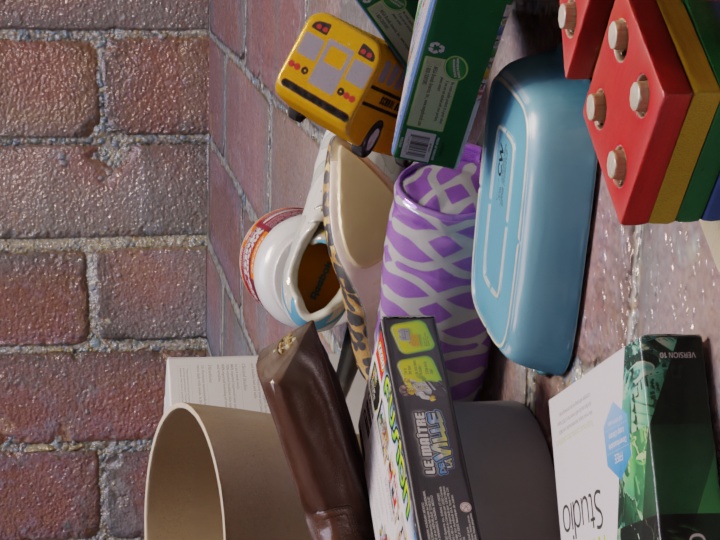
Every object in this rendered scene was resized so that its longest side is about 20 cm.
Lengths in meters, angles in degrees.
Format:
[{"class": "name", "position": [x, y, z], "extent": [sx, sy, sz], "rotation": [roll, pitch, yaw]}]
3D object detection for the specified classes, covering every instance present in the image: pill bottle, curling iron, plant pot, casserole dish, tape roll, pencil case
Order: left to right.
[{"class": "pill bottle", "position": [-0.052, -0.001, 1.545], "extent": [0.200, 0.109, 0.111], "rotation": [-154, 64, -79]}, {"class": "plant pot", "position": [-0.037, 0.190, 1.189], "extent": [0.187, 0.199, 0.189], "rotation": [-179, 90, -66]}, {"class": "curling iron", "position": [-0.005, 0.046, 1.371], "extent": [0.049, 0.026, 0.201], "rotation": [-34, 27, 26]}, {"class": "pencil case", "position": [0.053, 0.023, 1.079], "extent": [0.086, 0.083, 0.201], "rotation": [-50, -26, -52]}, {"class": "tape roll", "position": [0.070, 0.183, 1.018], "extent": [0.200, 0.066, 0.202], "rotation": [180, 90, -79]}, {"class": "casserole dish", "position": [0.097, -0.034, 0.937], "extent": [0.121, 0.038, 0.201], "rotation": [-115, 27, -64]}]

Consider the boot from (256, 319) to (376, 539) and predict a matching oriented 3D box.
[{"class": "boot", "position": [-0.025, 0.140, 0.986], "extent": [0.186, 0.064, 0.201], "rotation": [-82, -21, -76]}]

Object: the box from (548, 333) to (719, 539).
[{"class": "box", "position": [0.131, 0.144, 0.764], "extent": [0.144, 0.036, 0.202], "rotation": [121, 146, -71]}]

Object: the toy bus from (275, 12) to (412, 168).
[{"class": "toy bus", "position": [0.005, -0.127, 1.170], "extent": [0.079, 0.065, 0.200], "rotation": [-62, -16, 8]}]

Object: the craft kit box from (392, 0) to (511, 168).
[{"class": "craft kit box", "position": [0.066, -0.197, 0.931], "extent": [0.201, 0.048, 0.199], "rotation": [106, 173, -55]}]

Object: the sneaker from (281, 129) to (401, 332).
[{"class": "sneaker", "position": [-0.012, -0.046, 1.330], "extent": [0.081, 0.076, 0.202], "rotation": [143, 141, -87]}]

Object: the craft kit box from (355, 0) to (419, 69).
[{"class": "craft kit box", "position": [0.004, -0.254, 1.108], "extent": [0.200, 0.048, 0.198], "rotation": [49, -158, -44]}]

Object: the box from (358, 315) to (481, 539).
[{"class": "box", "position": [0.034, 0.137, 0.937], "extent": [0.110, 0.034, 0.201], "rotation": [101, 164, -47]}]

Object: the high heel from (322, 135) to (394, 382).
[{"class": "high heel", "position": [0.000, 0.000, 1.274], "extent": [0.201, 0.071, 0.142], "rotation": [69, 162, 2]}]

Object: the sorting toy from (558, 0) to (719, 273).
[{"class": "sorting toy", "position": [0.132, -0.136, 0.652], "extent": [0.201, 0.069, 0.200], "rotation": [100, 165, -47]}]

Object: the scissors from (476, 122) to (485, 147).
[{"class": "scissors", "position": [0.079, -0.059, 1.107], "extent": [0.200, 0.014, 0.074], "rotation": [124, 147, -70]}]

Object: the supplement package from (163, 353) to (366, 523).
[{"class": "supplement package", "position": [-0.063, 0.173, 1.365], "extent": [0.151, 0.198, 0.153], "rotation": [103, 163, -52]}]
